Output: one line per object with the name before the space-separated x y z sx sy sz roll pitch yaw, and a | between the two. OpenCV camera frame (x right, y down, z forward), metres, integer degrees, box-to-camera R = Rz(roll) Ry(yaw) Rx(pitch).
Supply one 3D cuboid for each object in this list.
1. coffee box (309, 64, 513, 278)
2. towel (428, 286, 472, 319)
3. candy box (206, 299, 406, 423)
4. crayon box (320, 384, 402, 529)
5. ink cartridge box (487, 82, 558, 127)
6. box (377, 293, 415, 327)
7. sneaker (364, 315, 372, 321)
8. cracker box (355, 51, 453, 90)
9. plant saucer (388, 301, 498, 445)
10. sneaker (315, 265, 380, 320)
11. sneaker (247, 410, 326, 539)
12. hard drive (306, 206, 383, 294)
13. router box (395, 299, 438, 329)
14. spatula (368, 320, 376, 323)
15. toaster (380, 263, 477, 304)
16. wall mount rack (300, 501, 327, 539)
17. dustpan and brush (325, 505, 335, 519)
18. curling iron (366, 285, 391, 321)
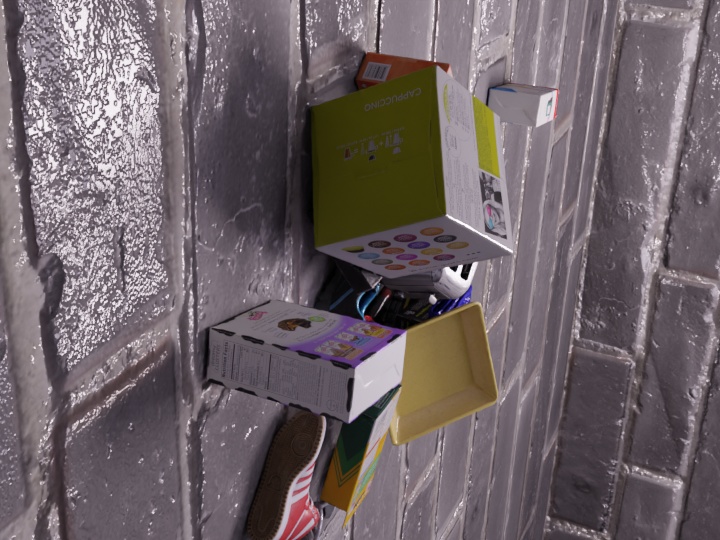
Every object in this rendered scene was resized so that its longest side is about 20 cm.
coffee box | 0.066 -0.120 1.304 0.197 0.197 0.204 21 62 -54
towel | 0.158 0.131 1.693 0.148 0.049 0.203 -42 138 -54
candy box | -0.064 0.105 1.218 0.167 0.197 0.073 -25 124 -63
crayon box | -0.003 0.276 1.512 0.126 0.051 0.203 -40 149 -63
ink cartridge box | 0.354 -0.359 2.118 0.200 0.114 0.069 -32 130 -62
box | 0.088 0.071 1.786 0.160 0.049 0.203 64 43 -60
sneaker | -0.030 0.130 1.520 0.200 0.077 0.118 -23 111 -72
cracker box | 0.082 -0.235 1.485 0.201 0.132 0.058 62 45 -58
plant saucer | 0.114 0.159 1.597 0.197 0.048 0.203 -21 119 -12
sneaker | 0.000 0.000 1.480 0.073 0.081 0.203 42 61 -62
sneaker | -0.091 0.303 1.435 0.203 0.070 0.112 -66 153 -9
hard drive | 0.011 -0.075 1.437 0.141 0.037 0.200 57 39 -15
router box | 0.120 0.124 1.745 0.200 0.061 0.153 -32 131 -60
spatula | -0.036 0.111 1.458 0.199 0.020 0.057 -23 84 -45
toaster | 0.119 -0.046 1.570 0.113 0.128 0.203 36 69 -48
wall mount rack | -0.073 0.442 1.534 0.174 0.073 0.203 -123 -128 -67
dustpan and brush | -0.009 0.310 1.656 0.140 0.056 0.203 -46 142 -53
curling iron | 0.033 0.039 1.662 0.050 0.025 0.202 55 52 -41
